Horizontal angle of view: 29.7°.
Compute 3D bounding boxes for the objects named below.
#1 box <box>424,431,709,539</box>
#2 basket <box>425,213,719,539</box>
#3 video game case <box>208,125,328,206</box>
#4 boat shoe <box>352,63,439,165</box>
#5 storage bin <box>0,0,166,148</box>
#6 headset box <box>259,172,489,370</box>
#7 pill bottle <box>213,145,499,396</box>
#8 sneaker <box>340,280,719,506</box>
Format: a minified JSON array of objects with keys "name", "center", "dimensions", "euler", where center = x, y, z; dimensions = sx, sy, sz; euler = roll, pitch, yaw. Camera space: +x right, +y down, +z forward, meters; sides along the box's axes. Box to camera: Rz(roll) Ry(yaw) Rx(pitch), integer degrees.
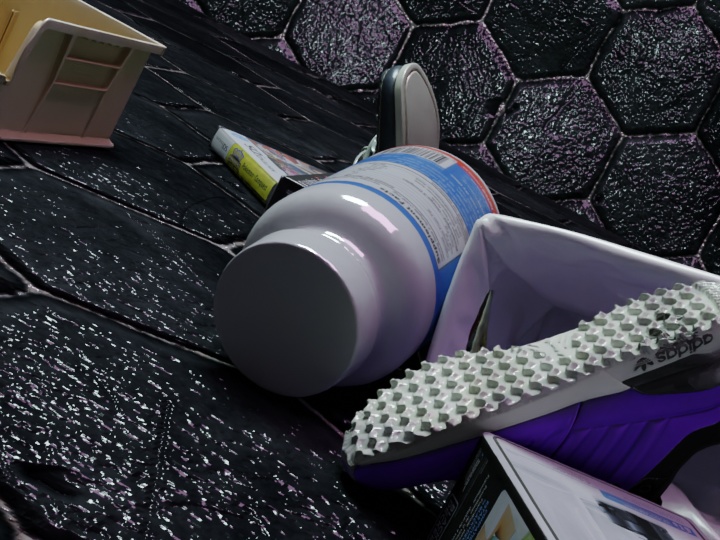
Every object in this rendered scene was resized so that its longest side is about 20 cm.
[{"name":"box","center":[0.104,0.143,0.512],"dimensions":[0.117,0.060,0.200],"euler":[25,11,-14]},{"name":"basket","center":[0.149,0.064,0.738],"dimensions":[0.200,0.136,0.123],"euler":[19,0,24]},{"name":"video game case","center":[-0.030,-0.067,1.289],"dimensions":[0.200,0.026,0.181],"euler":[21,12,-30]},{"name":"boat shoe","center":[0.029,-0.075,1.086],"dimensions":[0.062,0.200,0.075],"euler":[14,45,27]},{"name":"storage bin","center":[-0.285,-0.179,1.002],"dimensions":[0.200,0.094,0.199],"euler":[30,10,13]},{"name":"headset box","center":[0.019,-0.005,0.972],"dimensions":[0.149,0.077,0.200],"euler":[29,10,9]},{"name":"pill bottle","center":[0.000,0.000,0.762],"dimensions":[0.112,0.112,0.200],"euler":[30,25,14]},{"name":"sneaker","center":[0.094,0.082,0.633],"dimensions":[0.200,0.100,0.070],"euler":[-18,20,2]}]
